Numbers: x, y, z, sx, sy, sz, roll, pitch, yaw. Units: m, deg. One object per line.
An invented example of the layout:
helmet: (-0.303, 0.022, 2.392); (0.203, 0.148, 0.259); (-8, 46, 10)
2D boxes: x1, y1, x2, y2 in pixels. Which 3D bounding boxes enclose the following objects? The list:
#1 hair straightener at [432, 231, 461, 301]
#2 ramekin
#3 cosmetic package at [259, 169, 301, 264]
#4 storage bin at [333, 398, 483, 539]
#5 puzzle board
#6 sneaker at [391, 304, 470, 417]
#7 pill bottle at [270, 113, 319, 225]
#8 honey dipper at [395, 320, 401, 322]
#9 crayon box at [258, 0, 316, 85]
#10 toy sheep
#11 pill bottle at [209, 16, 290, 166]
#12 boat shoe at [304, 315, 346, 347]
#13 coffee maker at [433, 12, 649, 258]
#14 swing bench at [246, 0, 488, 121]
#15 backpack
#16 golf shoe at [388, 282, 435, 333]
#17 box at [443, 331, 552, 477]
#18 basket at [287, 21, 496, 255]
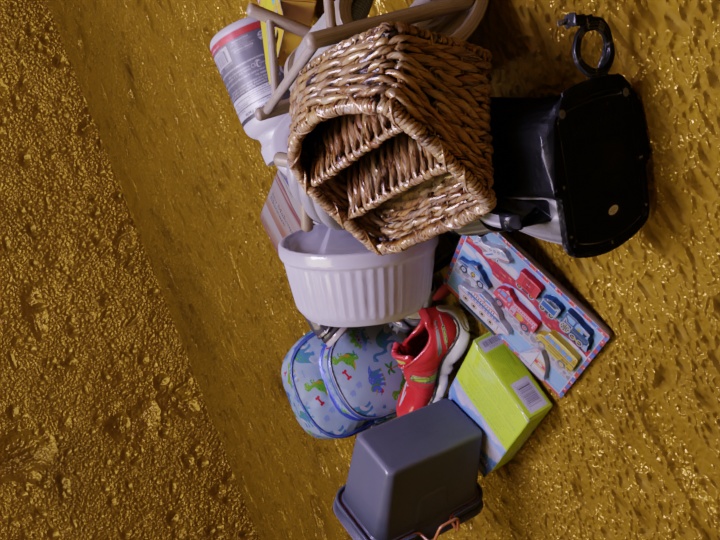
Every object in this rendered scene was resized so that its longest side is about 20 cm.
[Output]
hair straightener: (0.111, -0.036, 1.013); (0.078, 0.040, 0.201); (60, 159, 17)
ramekin: (0.000, 0.000, 1.027); (0.202, 0.200, 0.096); (22, 121, 58)
cosmetic package: (-0.092, -0.100, 1.330); (0.104, 0.086, 0.200); (61, 156, 12)
storage bin: (0.076, 0.269, 1.084); (0.145, 0.198, 0.136); (42, 138, 43)
puzzle board: (0.178, 0.042, 0.933); (0.200, 0.017, 0.152); (46, 150, 19)
sneaker: (0.078, 0.124, 1.124); (0.077, 0.084, 0.202); (-110, 33, -52)
pill bottle: (-0.040, -0.125, 1.117); (0.111, 0.110, 0.200); (52, 176, 28)
honey dipper: (-0.007, 0.010, 1.147); (0.200, 0.038, 0.038); (44, 149, 34)
crayon box: (-0.099, -0.359, 1.069); (0.127, 0.050, 0.203); (122, 143, -62)
toy sheep: (-0.021, -0.108, 0.947); (0.197, 0.138, 0.140); (13, 129, 26)
pill bottle: (-0.138, -0.269, 1.237); (0.203, 0.115, 0.116); (67, 156, -2)
boat shoe: (-0.022, 0.034, 1.199); (0.057, 0.200, 0.067); (43, 123, -6)
coffee maker: (0.157, -0.120, 0.766); (0.199, 0.133, 0.196); (16, 100, 59)
swing bench: (0.005, -0.242, 0.835); (0.199, 0.197, 0.132); (157, 109, -67)
backpack: (-0.012, 0.154, 1.242); (0.185, 0.198, 0.147); (65, 162, 2)
golf shoe: (0.044, -0.008, 1.167); (0.201, 0.077, 0.095); (51, 134, 30)
box: (0.171, 0.179, 1.078); (0.123, 0.047, 0.201); (56, 156, 24)
basket: (0.013, -0.109, 0.740); (0.199, 0.141, 0.152); (-18, 68, 58)
